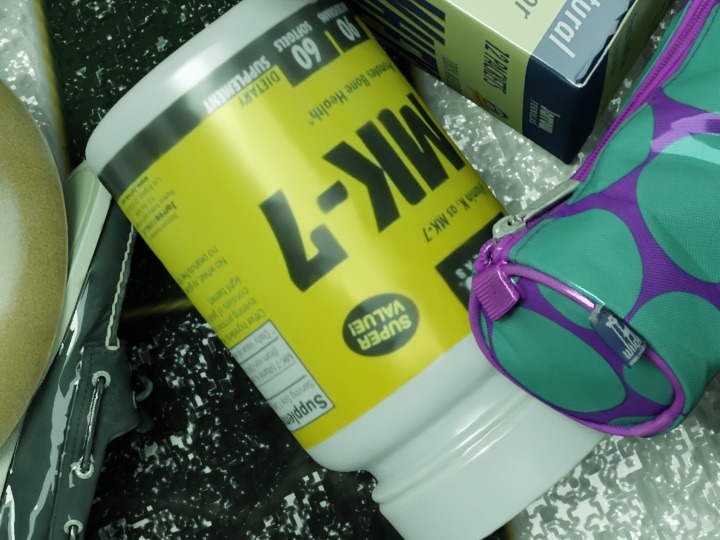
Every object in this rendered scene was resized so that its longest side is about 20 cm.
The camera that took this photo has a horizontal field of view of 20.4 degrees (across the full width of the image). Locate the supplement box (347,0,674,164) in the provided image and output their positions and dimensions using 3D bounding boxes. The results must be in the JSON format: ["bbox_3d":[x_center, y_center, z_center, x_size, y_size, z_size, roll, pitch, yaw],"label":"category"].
[{"bbox_3d":[0.051,-0.186,0.756,0.199,0.134,0.201,33,85,8],"label":"supplement box"}]

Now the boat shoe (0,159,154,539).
[{"bbox_3d":[-0.113,0.059,0.771,0.066,0.074,0.201,21,76,-26],"label":"boat shoe"}]

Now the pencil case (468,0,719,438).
[{"bbox_3d":[0.119,-0.045,0.682,0.092,0.085,0.201,42,70,-17],"label":"pencil case"}]

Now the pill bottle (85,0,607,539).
[{"bbox_3d":[0.000,0.000,0.739,0.114,0.114,0.201,-38,91,-2],"label":"pill bottle"}]

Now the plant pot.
[{"bbox_3d":[-0.202,0.004,0.764,0.198,0.027,0.202,-6,75,24],"label":"plant pot"}]
